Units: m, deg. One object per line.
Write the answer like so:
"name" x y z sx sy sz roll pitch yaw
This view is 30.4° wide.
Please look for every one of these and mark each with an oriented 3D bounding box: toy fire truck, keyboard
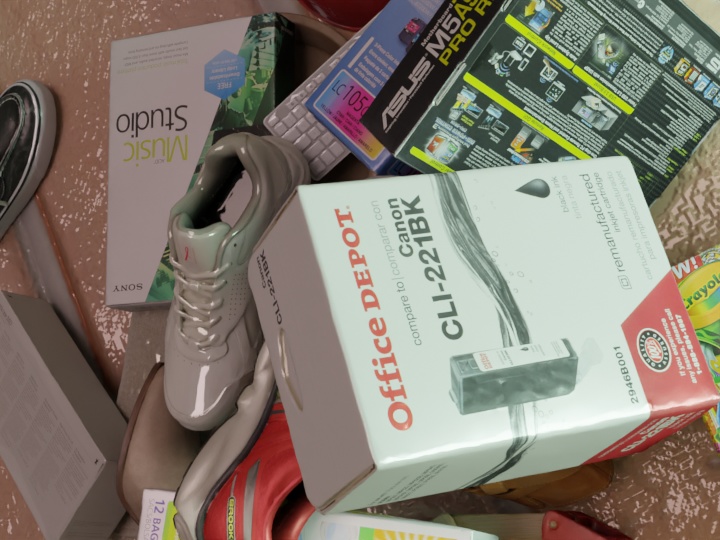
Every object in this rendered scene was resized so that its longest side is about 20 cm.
"toy fire truck" 0.061 0.208 0.839 0.199 0.049 0.142 10 86 31
"keyboard" 0.025 -0.146 0.890 0.200 0.011 0.056 -42 95 8

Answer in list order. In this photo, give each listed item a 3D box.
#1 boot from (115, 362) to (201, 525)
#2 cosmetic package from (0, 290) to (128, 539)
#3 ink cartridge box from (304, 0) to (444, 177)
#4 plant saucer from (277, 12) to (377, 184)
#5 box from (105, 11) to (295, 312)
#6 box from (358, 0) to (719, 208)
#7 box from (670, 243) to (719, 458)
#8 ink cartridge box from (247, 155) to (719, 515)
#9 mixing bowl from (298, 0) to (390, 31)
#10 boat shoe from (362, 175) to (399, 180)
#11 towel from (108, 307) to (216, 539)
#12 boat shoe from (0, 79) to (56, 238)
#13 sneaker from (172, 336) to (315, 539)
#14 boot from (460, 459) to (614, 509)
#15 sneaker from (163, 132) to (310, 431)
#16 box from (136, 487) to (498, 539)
"boot" -0.090 0.171 0.880 0.145 0.070 0.202 8 90 27
"cosmetic package" -0.230 0.108 0.987 0.200 0.050 0.083 48 113 39
"ink cartridge box" 0.076 -0.136 0.818 0.076 0.136 0.200 42 96 26
"plant saucer" -0.066 -0.085 0.960 0.199 0.029 0.202 -4 82 29
"box" -0.115 -0.075 0.948 0.143 0.036 0.202 -5 82 27
"box" 0.118 -0.101 0.762 0.161 0.199 0.044 -53 43 13
"box" 0.289 0.055 0.694 0.199 0.122 0.194 -28 70 22
"ink cartridge box" 0.060 0.029 0.674 0.084 0.199 0.145 129 129 -58
"mixing bowl" -0.005 -0.276 0.907 0.199 0.108 0.202 -4 80 27
"boat shoe" 0.000 0.000 0.816 0.200 0.072 0.066 -26 41 61
"towel" -0.118 0.111 0.960 0.132 0.034 0.202 7 86 28
"boat shoe" -0.318 -0.068 1.072 0.074 0.068 0.200 42 103 26
"sneaker" -0.018 0.081 0.723 0.085 0.077 0.201 24 79 27
"boot" 0.042 0.103 0.815 0.199 0.154 0.074 -1 66 52
"sneaker" -0.098 0.003 0.851 0.077 0.099 0.202 10 87 22
"box" -0.026 0.195 0.774 0.199 0.101 0.113 5 78 15
